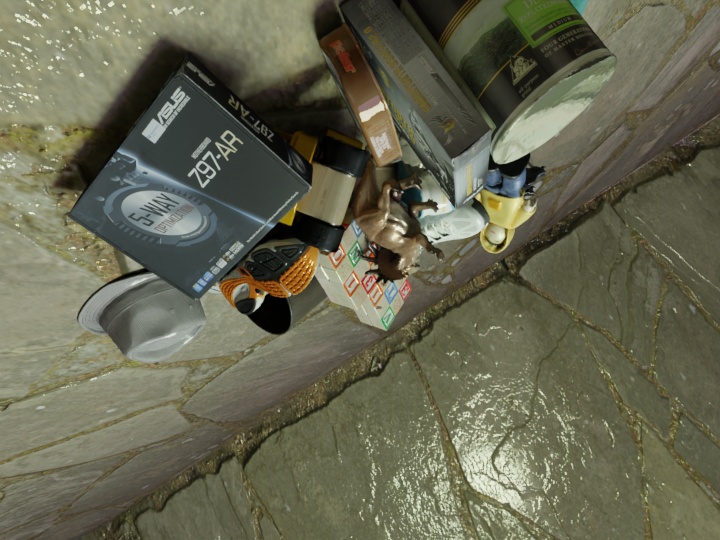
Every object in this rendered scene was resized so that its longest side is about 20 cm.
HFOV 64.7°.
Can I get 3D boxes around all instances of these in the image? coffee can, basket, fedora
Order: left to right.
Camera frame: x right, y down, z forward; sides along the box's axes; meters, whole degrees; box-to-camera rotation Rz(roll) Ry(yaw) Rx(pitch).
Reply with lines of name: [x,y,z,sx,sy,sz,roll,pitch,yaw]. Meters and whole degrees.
fedora: [-0.312,0.079,0.864,0.176,0.092,0.198,-40,164,25]
basket: [-0.098,-0.006,0.951,0.198,0.177,0.140,-30,127,-37]
coffee can: [0.141,-0.238,0.583,0.144,0.203,0.147,-30,166,-8]

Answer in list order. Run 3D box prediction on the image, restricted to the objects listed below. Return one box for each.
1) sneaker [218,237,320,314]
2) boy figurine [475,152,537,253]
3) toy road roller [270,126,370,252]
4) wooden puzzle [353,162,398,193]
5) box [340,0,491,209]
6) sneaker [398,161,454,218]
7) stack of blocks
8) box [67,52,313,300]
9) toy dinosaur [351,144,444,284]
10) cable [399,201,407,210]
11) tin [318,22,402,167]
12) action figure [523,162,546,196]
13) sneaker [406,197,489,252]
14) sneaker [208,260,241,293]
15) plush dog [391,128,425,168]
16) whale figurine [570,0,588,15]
sneaker: [-0.112,-0.014,0.747,0.197,0.076,0.093,-21,-152,46]
boy figurine: [0.208,-0.106,0.872,0.065,0.121,0.202,-58,158,-26]
toy road roller: [-0.075,-0.118,0.692,0.201,0.142,0.126,-101,-149,-75]
wooden puzzle: [0.005,-0.088,0.927,0.036,0.192,0.198,12,-164,32]
box: [0.063,-0.179,0.612,0.048,0.203,0.158,-34,166,4]
sneaker: [0.103,-0.140,0.878,0.078,0.202,0.079,-8,123,-6]
stack of blocks: [0.000,0.000,0.856,0.116,0.057,0.202,-53,137,-26]
box: [-0.167,-0.080,0.567,0.198,0.044,0.159,-38,121,24]
toy dinosaur: [0.034,-0.058,0.773,0.133,0.202,0.087,-25,-157,35]
cable: [0.150,-0.158,1.052,0.194,0.071,0.200,-19,176,-1]
tin: [0.003,-0.187,0.637,0.041,0.114,0.200,-31,165,4]
action figure: [0.233,-0.222,0.914,0.098,0.207,0.119,-6,168,-7]
sneaker: [0.110,-0.050,0.901,0.116,0.076,0.198,-49,-158,-26]
sneaker: [-0.207,-0.021,0.793,0.078,0.080,0.199,-29,165,15]
plush dog: [0.133,-0.219,0.797,0.173,0.159,0.201,-50,180,-39]
whale figurine: [0.241,-0.336,0.674,0.199,0.105,0.158,-42,166,15]
